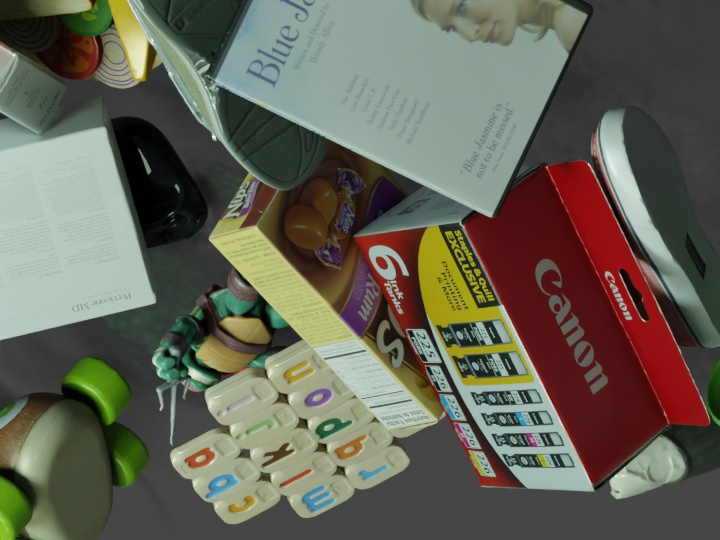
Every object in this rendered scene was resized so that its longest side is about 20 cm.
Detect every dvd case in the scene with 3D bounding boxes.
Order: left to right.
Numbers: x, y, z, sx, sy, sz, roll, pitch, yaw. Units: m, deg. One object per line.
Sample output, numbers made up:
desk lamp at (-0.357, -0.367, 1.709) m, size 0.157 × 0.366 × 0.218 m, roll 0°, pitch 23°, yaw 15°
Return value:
dvd case at (0.025, -0.138, 1.328) m, size 0.199 × 0.144 × 0.018 m, roll 25°, pitch -176°, yaw -11°

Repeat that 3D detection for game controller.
game controller at (-0.206, -0.055, 1.627) m, size 0.199 × 0.042 × 0.105 m, roll -11°, pitch 114°, yaw 35°

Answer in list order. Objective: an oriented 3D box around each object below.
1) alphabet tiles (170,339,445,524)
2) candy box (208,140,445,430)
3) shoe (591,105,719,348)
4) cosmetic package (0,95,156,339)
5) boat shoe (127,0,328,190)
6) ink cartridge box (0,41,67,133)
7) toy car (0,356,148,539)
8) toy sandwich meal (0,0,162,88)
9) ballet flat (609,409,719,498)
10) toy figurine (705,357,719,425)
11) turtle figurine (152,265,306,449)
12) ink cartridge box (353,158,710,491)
alphabet tiles at (-0.036, 0.118, 1.644) m, size 0.195 × 0.015 × 0.200 m, roll -28°, pitch 143°, yaw 5°
candy box at (0.000, 0.000, 1.507) m, size 0.056 × 0.117 × 0.200 m, roll -12°, pitch 129°, yaw 46°
shoe at (0.170, -0.020, 1.433) m, size 0.090 × 0.072 × 0.201 m, roll -8°, pitch 134°, yaw 30°
cosmetic package at (-0.256, -0.026, 1.545) m, size 0.198 × 0.052 × 0.152 m, roll -13°, pitch 122°, yaw -1°
boat shoe at (-0.089, -0.137, 1.392) m, size 0.202 × 0.074 × 0.065 m, roll 51°, pitch 172°, yaw -31°
ink cartridge box at (-0.306, -0.170, 1.438) m, size 0.199 × 0.044 × 0.174 m, roll 31°, pitch 180°, yaw 17°
toy car at (-0.305, 0.147, 1.813) m, size 0.199 × 0.165 × 0.159 m, roll 20°, pitch 142°, yaw 26°
toy sandwich meal at (-0.209, -0.190, 1.446) m, size 0.204 × 0.071 × 0.206 m, roll 15°, pitch 139°, yaw 13°
ballet flat at (0.174, 0.128, 1.596) m, size 0.198 × 0.069 × 0.068 m, roll 9°, pitch 138°, yaw 19°
toy figurine at (0.354, 0.129, 1.475) m, size 0.199 × 0.151 × 0.184 m, roll 10°, pitch 153°, yaw 52°
turtle figurine at (-0.089, 0.053, 1.624) m, size 0.149 × 0.101 × 0.200 m, roll 8°, pitch 137°, yaw -35°
ink cartridge box at (0.111, 0.037, 1.436) m, size 0.175 × 0.084 × 0.201 m, roll -7°, pitch 114°, yaw 58°
